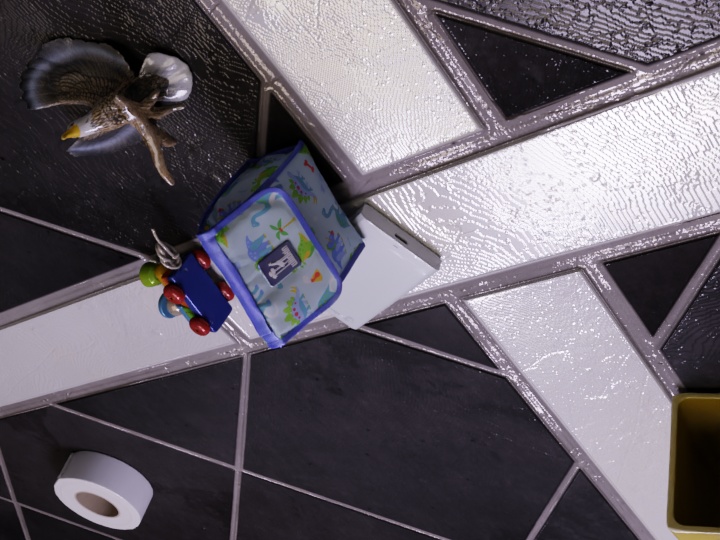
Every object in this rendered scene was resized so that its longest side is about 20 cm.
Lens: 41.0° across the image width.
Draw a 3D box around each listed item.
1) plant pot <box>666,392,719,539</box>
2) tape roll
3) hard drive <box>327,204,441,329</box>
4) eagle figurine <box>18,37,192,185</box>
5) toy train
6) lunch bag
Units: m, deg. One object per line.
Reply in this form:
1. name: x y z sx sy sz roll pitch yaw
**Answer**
1. plant pot: 0.528 0.298 1.291 0.193 0.196 0.200 -3 144 26
2. tape roll: -0.548 0.470 2.056 0.200 0.071 0.204 13 141 11
3. hard drive: 0.000 0.000 1.309 0.131 0.026 0.200 35 138 -16
4. eagle figurine: -0.309 -0.197 1.170 0.199 0.150 0.154 23 108 47
5. toy train: -0.281 0.004 1.406 0.115 0.085 0.201 5 140 39
6. lunch bag: -0.101 -0.032 1.162 0.126 0.201 0.171 -15 117 37
